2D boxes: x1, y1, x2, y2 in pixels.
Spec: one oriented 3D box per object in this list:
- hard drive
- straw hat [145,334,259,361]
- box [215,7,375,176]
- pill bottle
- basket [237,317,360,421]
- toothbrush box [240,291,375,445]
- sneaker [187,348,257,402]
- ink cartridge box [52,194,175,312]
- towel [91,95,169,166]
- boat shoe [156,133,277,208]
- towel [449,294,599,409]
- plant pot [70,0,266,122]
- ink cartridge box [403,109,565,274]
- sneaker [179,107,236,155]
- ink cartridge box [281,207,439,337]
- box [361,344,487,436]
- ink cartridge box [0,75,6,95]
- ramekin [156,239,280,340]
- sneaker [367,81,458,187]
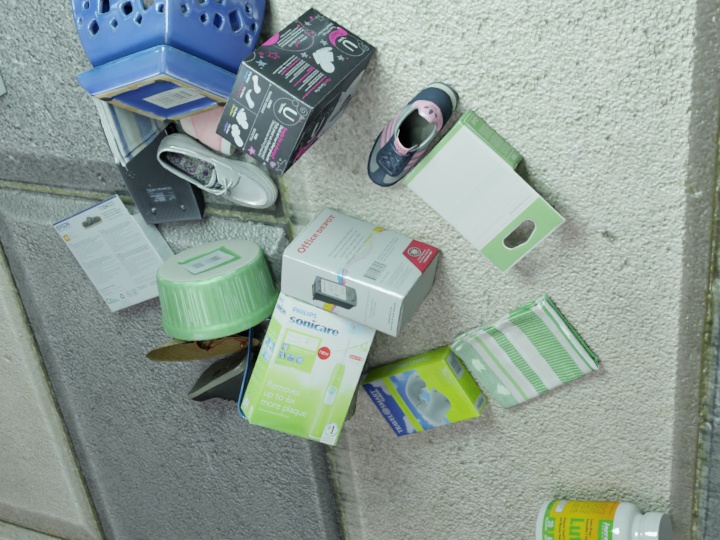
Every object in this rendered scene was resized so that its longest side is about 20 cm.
[{"bbox_3d":[-0.336,-0.173,1.742,0.135,0.042,0.200,-4,120,31],"label":"hard drive"},{"bbox_3d":[-0.282,0.100,1.872,0.201,0.201,0.085,-18,74,37],"label":"straw hat"},{"bbox_3d":[-0.086,-0.244,1.446,0.115,0.200,0.132,34,132,5],"label":"box"},{"bbox_3d":[0.397,0.431,1.722,0.200,0.111,0.111,-6,119,32],"label":"pill bottle"},{"bbox_3d":[-0.101,0.180,1.777,0.200,0.139,0.176,11,96,10],"label":"basket"},{"bbox_3d":[-0.082,0.152,1.645,0.146,0.086,0.200,19,93,-18],"label":"toothbrush box"},{"bbox_3d":[-0.232,0.222,1.948,0.106,0.075,0.200,45,137,-17],"label":"sneaker"},{"bbox_3d":[-0.427,-0.034,1.894,0.196,0.043,0.200,-17,111,38],"label":"ink cartridge box"},{"bbox_3d":[-0.328,-0.262,1.569,0.024,0.200,0.147,0,123,22],"label":"towel"},{"bbox_3d":[-0.225,-0.149,1.660,0.200,0.069,0.072,32,117,-10],"label":"boat shoe"},{"bbox_3d":[0.254,0.131,1.647,0.200,0.023,0.153,-32,104,40],"label":"towel"},{"bbox_3d":[-0.264,-0.315,1.453,0.200,0.200,0.180,-9,76,35],"label":"plant pot"},{"bbox_3d":[0.178,-0.109,1.499,0.200,0.048,0.146,41,132,-4],"label":"ink cartridge box"},{"bbox_3d":[-0.222,-0.269,1.587,0.105,0.075,0.200,24,135,6],"label":"sneaker"},{"bbox_3d":[0.000,0.000,1.610,0.200,0.148,0.086,20,130,18],"label":"ink cartridge box"},{"bbox_3d":[0.097,0.206,1.771,0.200,0.048,0.122,-22,109,37],"label":"box"},{"bbox_3d":[-0.684,-0.354,1.737,0.084,0.145,0.200,6,126,25],"label":"ink cartridge box"},{"bbox_3d":[-0.236,0.026,1.732,0.200,0.200,0.098,1,115,29],"label":"ramekin"},{"bbox_3d":[0.057,-0.179,1.493,0.070,0.082,0.200,37,132,0],"label":"sneaker"}]
